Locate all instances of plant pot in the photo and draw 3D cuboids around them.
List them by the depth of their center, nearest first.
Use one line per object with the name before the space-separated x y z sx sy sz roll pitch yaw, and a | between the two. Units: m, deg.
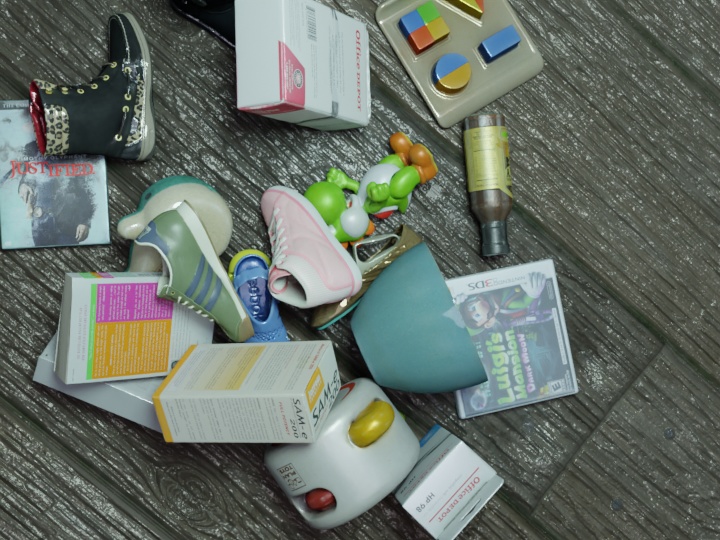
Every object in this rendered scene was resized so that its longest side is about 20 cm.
plant pot | 0.065 0.080 1.168 0.134 0.200 0.201 -25 92 2

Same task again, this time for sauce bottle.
sauce bottle | 0.184 -0.122 1.270 0.064 0.065 0.201 -5 91 -8

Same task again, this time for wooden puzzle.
wooden puzzle | 0.146 -0.334 1.278 0.185 0.046 0.200 -31 93 -8

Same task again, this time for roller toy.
roller toy | -0.028 0.234 1.168 0.182 0.200 0.140 -36 93 -1

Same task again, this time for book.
book | -0.281 0.069 1.140 0.199 0.048 0.134 1 104 -38

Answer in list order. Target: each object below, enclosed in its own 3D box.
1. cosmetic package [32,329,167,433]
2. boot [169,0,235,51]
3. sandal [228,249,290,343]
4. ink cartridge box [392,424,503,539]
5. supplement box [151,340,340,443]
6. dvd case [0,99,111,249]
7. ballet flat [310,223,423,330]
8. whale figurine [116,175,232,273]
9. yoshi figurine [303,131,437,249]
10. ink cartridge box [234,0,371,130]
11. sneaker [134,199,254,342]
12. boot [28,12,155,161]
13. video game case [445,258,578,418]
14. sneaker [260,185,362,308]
cosmetic package | -0.320 0.145 1.179 0.199 0.083 0.051 24 121 -6
boot | -0.169 -0.354 1.173 0.200 0.168 0.077 25 85 -7
sandal | -0.137 0.071 1.209 0.079 0.087 0.201 -15 93 -10
ink cartridge box | 0.106 0.278 1.179 0.067 0.200 0.116 44 83 -4
supplement box | -0.138 0.151 1.107 0.199 0.126 0.074 -3 115 17
dvd case | -0.417 -0.132 1.207 0.145 0.022 0.201 -3 88 -8
ballet flat | 0.000 0.000 1.235 0.200 0.068 0.072 -34 108 -9
whale figurine | -0.264 -0.040 1.195 0.159 0.104 0.200 26 109 -43
yoshi figurine | 0.000 -0.114 1.229 0.200 0.112 0.112 -41 78 -5
ink cartridge box | -0.072 -0.271 1.169 0.085 0.200 0.146 -2 89 33
sneaker | -0.214 0.017 1.124 0.090 0.067 0.201 -30 112 -17
boot | -0.354 -0.240 1.169 0.150 0.073 0.201 -8 97 -35
video game case | 0.211 0.098 1.287 0.181 0.023 0.201 -11 90 -8
sneaker | -0.095 -0.030 1.176 0.104 0.075 0.200 -24 61 -34
